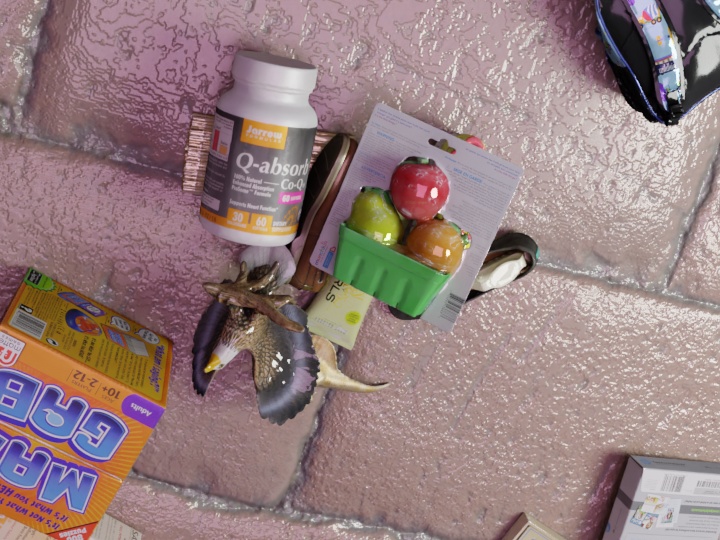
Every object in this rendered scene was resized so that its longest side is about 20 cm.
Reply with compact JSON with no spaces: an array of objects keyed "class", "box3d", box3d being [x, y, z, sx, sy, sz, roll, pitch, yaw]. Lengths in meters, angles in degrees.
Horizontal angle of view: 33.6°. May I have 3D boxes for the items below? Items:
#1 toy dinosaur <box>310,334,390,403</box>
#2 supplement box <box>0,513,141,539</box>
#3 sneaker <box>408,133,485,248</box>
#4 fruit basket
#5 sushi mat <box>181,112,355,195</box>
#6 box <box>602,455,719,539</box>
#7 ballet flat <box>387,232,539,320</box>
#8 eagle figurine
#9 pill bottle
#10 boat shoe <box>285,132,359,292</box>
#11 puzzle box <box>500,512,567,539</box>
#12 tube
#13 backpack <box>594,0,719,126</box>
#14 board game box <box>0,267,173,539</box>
[{"class":"toy dinosaur","box3d":[-0.061,0.131,1.475,0.199,0.058,0.101,34,100,-15]},{"class":"supplement box","box3d":[-0.393,0.349,1.498,0.199,0.074,0.126,32,102,-15]},{"class":"sneaker","box3d":[0.107,-0.067,1.382,0.077,0.090,0.202,6,85,-15]},{"class":"fruit basket","box3d":[0.061,-0.059,1.332,0.184,0.094,0.201,25,93,11]},{"class":"sushi mat","box3d":[-0.109,-0.126,1.411,0.198,0.012,0.096,7,108,-9]},{"class":"box","box3d":[0.405,0.350,1.595,0.155,0.041,0.202,7,106,-20]},{"class":"ballet flat","box3d":[0.126,0.010,1.452,0.199,0.068,0.068,-27,111,3]},{"class":"eagle figurine","box3d":[-0.133,0.077,1.392,0.150,0.152,0.201,-18,149,-11]},{"class":"pill bottle","box3d":[-0.112,-0.137,1.339,0.115,0.116,0.202,9,106,-9]},{"class":"boat shoe","box3d":[-0.037,-0.066,1.401,0.068,0.072,0.201,18,117,-17]},{"class":"puzzle box","box3d":[0.214,0.439,1.622,0.133,0.025,0.201,34,101,-15]},{"class":"tube","box3d":[0.000,0.000,1.447,0.058,0.052,0.201,39,110,29]},{"class":"backpack","box3d":[0.347,-0.292,1.345,0.182,0.135,0.200,-36,109,6]},{"class":"board game box","box3d":[-0.352,0.154,1.373,0.199,0.200,0.201,29,102,-14]}]
